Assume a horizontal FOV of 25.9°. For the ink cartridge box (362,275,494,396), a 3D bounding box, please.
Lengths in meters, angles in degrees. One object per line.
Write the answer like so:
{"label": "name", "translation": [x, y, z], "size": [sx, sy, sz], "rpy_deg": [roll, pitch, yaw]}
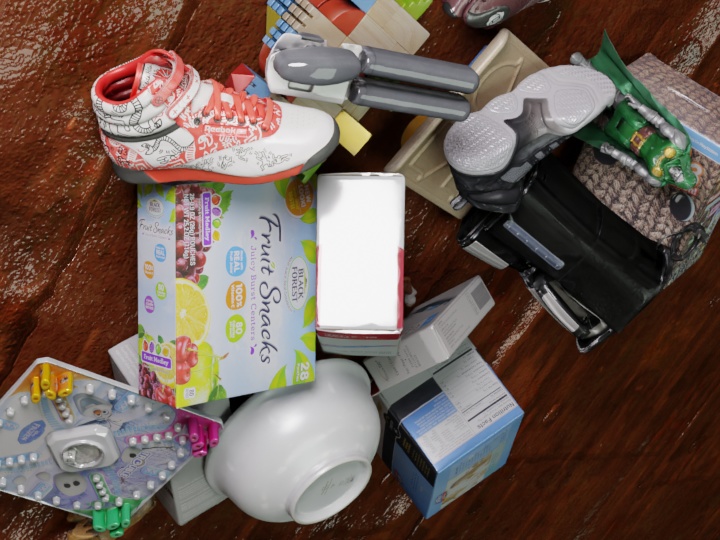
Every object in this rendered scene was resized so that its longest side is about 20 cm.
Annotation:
{"label": "ink cartridge box", "translation": [0.046, 0.086, 1.737], "size": [0.175, 0.045, 0.200], "rpy_deg": [-30, -176, 24]}

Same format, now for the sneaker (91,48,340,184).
{"label": "sneaker", "translation": [-0.122, -0.129, 1.287], "size": [0.199, 0.068, 0.108], "rpy_deg": [-4, 140, 9]}

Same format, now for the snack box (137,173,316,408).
{"label": "snack box", "translation": [-0.121, 0.012, 1.442], "size": [0.168, 0.067, 0.202], "rpy_deg": [-7, 103, -43]}

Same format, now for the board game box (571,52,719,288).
{"label": "board game box", "translation": [0.335, -0.112, 1.774], "size": [0.097, 0.159, 0.201], "rpy_deg": [-33, 150, -45]}

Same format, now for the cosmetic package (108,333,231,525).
{"label": "cosmetic package", "translation": [-0.185, 0.153, 1.583], "size": [0.090, 0.107, 0.201], "rpy_deg": [-30, 144, -18]}

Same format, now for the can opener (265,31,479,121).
{"label": "can opener", "translation": [0.014, -0.157, 1.325], "size": [0.198, 0.067, 0.054], "rpy_deg": [7, 114, -25]}

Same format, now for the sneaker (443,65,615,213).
{"label": "sneaker", "translation": [0.169, -0.130, 1.594], "size": [0.199, 0.076, 0.114], "rpy_deg": [-27, 149, -18]}

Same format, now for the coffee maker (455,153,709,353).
{"label": "coffee maker", "translation": [0.235, -0.043, 1.711], "size": [0.200, 0.135, 0.192], "rpy_deg": [39, 98, -14]}

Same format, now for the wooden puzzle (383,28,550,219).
{"label": "wooden puzzle", "translation": [0.118, -0.154, 1.618], "size": [0.186, 0.046, 0.200], "rpy_deg": [-49, 152, 10]}

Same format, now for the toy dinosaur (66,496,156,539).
{"label": "toy dinosaur", "translation": [-0.296, 0.290, 1.663], "size": [0.199, 0.060, 0.107], "rpy_deg": [-30, 147, -19]}

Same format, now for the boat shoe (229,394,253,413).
{"label": "boat shoe", "translation": [-0.124, 0.104, 1.615], "size": [0.072, 0.067, 0.201], "rpy_deg": [-51, 156, -34]}

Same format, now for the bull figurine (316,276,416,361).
{"label": "bull figurine", "translation": [-0.027, 0.056, 1.682], "size": [0.200, 0.065, 0.121], "rpy_deg": [-44, 152, 5]}

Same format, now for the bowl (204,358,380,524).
{"label": "bowl", "translation": [-0.052, 0.191, 1.581], "size": [0.200, 0.091, 0.202], "rpy_deg": [-26, 147, -19]}

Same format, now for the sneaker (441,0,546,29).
{"label": "sneaker", "translation": [0.119, -0.285, 1.436], "size": [0.115, 0.076, 0.200], "rpy_deg": [-37, 148, -4]}

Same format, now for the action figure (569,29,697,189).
{"label": "action figure", "translation": [0.286, -0.151, 1.653], "size": [0.054, 0.200, 0.119], "rpy_deg": [-6, 132, -43]}

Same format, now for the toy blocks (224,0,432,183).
{"label": "toy blocks", "translation": [-0.036, -0.193, 1.369], "size": [0.200, 0.100, 0.136], "rpy_deg": [-49, 137, 6]}

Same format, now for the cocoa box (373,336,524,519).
{"label": "cocoa box", "translation": [0.098, 0.186, 1.866], "size": [0.133, 0.132, 0.200], "rpy_deg": [-33, 161, -15]}

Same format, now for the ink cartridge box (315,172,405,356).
{"label": "ink cartridge box", "translation": [0.000, 0.000, 1.495], "size": [0.082, 0.147, 0.200], "rpy_deg": [0, 171, 0]}

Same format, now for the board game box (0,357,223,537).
{"label": "board game box", "translation": [-0.262, 0.174, 1.477], "size": [0.199, 0.026, 0.200], "rpy_deg": [23, 130, -30]}
